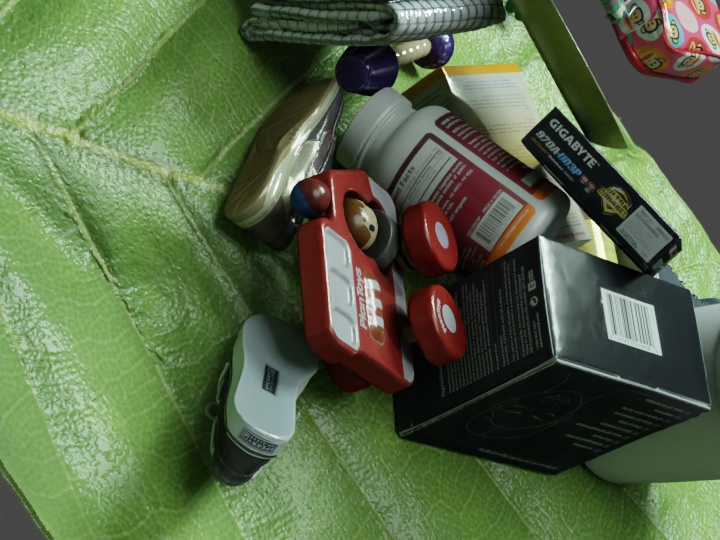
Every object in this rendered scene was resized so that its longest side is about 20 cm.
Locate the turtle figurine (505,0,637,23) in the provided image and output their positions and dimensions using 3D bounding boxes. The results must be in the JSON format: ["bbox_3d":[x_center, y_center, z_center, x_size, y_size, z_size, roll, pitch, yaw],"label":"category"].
[{"bbox_3d":[0.234,-0.347,1.866,0.200,0.101,0.150,-21,56,-33],"label":"turtle figurine"}]

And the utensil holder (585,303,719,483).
[{"bbox_3d":[0.317,0.117,1.579,0.170,0.200,0.170,10,75,-41],"label":"utensil holder"}]

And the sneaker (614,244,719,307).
[{"bbox_3d":[0.333,0.025,1.753,0.146,0.077,0.203,-19,90,-37],"label":"sneaker"}]

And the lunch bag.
[{"bbox_3d":[0.367,-0.326,2.002,0.176,0.082,0.200,2,65,-44],"label":"lunch bag"}]

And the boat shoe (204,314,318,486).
[{"bbox_3d":[-0.081,0.104,1.325,0.073,0.068,0.199,30,23,-14],"label":"boat shoe"}]

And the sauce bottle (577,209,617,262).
[{"bbox_3d":[0.226,-0.033,1.705,0.066,0.066,0.200,15,59,-38],"label":"sauce bottle"}]

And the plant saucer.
[{"bbox_3d":[0.181,-0.191,1.509,0.200,0.031,0.200,60,8,-13],"label":"plant saucer"}]

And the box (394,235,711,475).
[{"bbox_3d":[0.165,0.082,1.478,0.200,0.196,0.124,18,55,-36],"label":"box"}]

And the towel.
[{"bbox_3d":[0.010,-0.258,1.529,0.165,0.200,0.086,-18,111,-46],"label":"towel"}]

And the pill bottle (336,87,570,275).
[{"bbox_3d":[0.081,-0.077,1.521,0.200,0.113,0.113,37,40,13],"label":"pill bottle"}]

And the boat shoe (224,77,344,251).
[{"bbox_3d":[-0.057,-0.093,1.470,0.065,0.072,0.200,52,38,-25],"label":"boat shoe"}]

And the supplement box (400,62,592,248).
[{"bbox_3d":[0.131,-0.099,1.645,0.126,0.073,0.200,-9,73,-47],"label":"supplement box"}]

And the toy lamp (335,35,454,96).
[{"bbox_3d":[0.031,-0.202,1.596,0.058,0.058,0.200,59,27,1],"label":"toy lamp"}]

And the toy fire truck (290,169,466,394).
[{"bbox_3d":[0.000,0.000,1.395,0.168,0.112,0.200,39,40,-52],"label":"toy fire truck"}]

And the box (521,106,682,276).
[{"bbox_3d":[0.224,-0.066,1.529,0.159,0.046,0.200,48,7,10],"label":"box"}]
